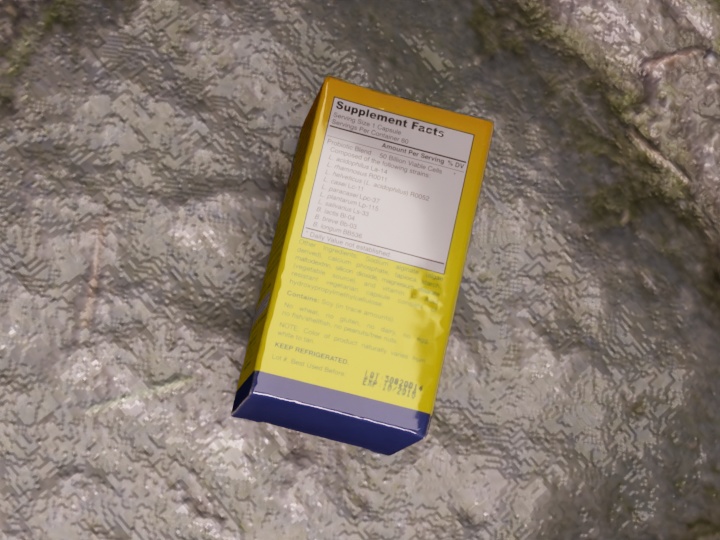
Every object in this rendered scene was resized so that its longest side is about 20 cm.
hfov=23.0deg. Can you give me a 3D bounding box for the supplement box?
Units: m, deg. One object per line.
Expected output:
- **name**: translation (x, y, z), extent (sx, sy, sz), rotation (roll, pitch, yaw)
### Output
- **supplement box**: translation (0.000, 0.000, 1.082), extent (0.109, 0.110, 0.200), rotation (15, 77, -7)
